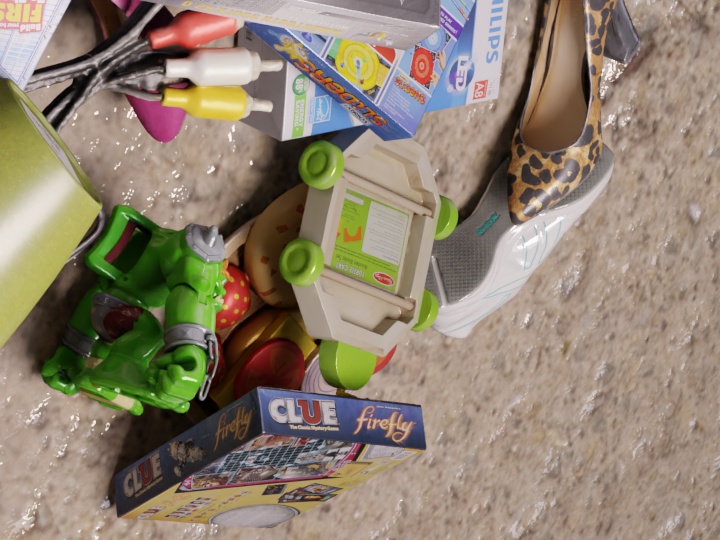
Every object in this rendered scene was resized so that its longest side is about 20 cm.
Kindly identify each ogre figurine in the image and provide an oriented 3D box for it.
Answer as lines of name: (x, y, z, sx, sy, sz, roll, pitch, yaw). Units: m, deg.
ogre figurine: (-0.141, 0.027, 1.551, 0.098, 0.200, 0.120, 21, 79, -8)

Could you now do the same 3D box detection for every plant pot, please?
plant pot: (-0.255, -0.016, 1.367, 0.200, 0.187, 0.187, -37, 136, 1)

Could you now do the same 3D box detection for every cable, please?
cable: (-0.143, -0.124, 1.452, 0.199, 0.050, 0.098, -17, 113, -30)

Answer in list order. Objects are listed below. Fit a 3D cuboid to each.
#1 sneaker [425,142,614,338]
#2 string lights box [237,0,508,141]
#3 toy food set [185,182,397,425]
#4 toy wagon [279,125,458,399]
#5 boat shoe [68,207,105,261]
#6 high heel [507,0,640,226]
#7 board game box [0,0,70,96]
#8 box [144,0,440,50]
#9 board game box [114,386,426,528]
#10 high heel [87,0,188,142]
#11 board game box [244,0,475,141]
sneaker: (0.117, -0.028, 1.843, 0.200, 0.070, 0.080, -41, 151, -13)
string lights box: (0.009, -0.160, 1.656, 0.199, 0.059, 0.103, -14, 119, -37)
toy food set: (-0.050, 0.040, 1.730, 0.200, 0.049, 0.198, -49, 138, -9)
toy wagon: (0.000, 0.000, 1.667, 0.155, 0.039, 0.201, 22, 77, -51)
boat shoe: (-0.253, -0.004, 1.505, 0.200, 0.060, 0.074, -28, 130, -29)
high heel: (0.140, -0.144, 1.774, 0.200, 0.071, 0.143, -61, 147, -20)
board game box: (-0.227, -0.209, 1.368, 0.199, 0.062, 0.201, 8, 108, -27)
box: (-0.046, -0.232, 1.473, 0.199, 0.048, 0.159, 7, 74, -27)
board game box: (-0.066, 0.134, 1.669, 0.135, 0.200, 0.035, 8, 64, -34)
high heel: (-0.165, -0.159, 1.486, 0.096, 0.067, 0.201, -30, 129, -33)
board game box: (-0.015, -0.196, 1.559, 0.200, 0.034, 0.136, 39, 65, -30)
